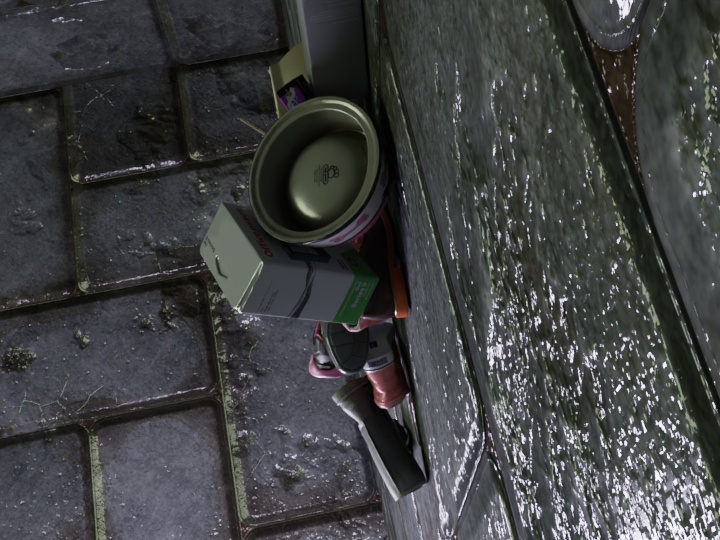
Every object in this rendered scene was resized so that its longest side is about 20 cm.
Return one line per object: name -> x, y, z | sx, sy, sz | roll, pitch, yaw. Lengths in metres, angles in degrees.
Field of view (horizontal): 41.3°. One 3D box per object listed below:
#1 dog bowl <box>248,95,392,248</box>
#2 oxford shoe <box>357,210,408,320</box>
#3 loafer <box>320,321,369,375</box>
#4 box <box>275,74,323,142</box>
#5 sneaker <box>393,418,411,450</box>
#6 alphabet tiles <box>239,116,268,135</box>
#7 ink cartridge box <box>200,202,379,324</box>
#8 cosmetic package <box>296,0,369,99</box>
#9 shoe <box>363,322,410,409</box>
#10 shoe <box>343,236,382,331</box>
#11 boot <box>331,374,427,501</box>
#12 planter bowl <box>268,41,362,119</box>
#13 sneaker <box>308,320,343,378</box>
dog bowl -> -0.046, -0.120, 1.246 | 0.074, 0.198, 0.202 | 31, -139, -56
oxford shoe -> 0.016, -0.021, 1.371 | 0.071, 0.072, 0.202 | 86, 173, -57
loafer -> -0.033, 0.073, 1.504 | 0.063, 0.071, 0.202 | 120, 140, -63
box -> -0.045, -0.190, 1.385 | 0.201, 0.036, 0.143 | 56, -171, -11
sneaker -> 0.067, 0.332, 1.715 | 0.200, 0.069, 0.091 | -132, 17, -83
alphabet tiles -> -0.082, -0.172, 1.464 | 0.008, 0.166, 0.200 | -58, -15, 5
ink cartridge box -> -0.097, -0.008, 1.297 | 0.146, 0.198, 0.085 | 50, 121, 41
cosmetic package -> -0.041, -0.337, 1.296 | 0.201, 0.089, 0.108 | 80, 176, -49
shoe -> 0.035, 0.155, 1.567 | 0.200, 0.071, 0.092 | -93, -14, -77
shoe -> -0.017, -0.010, 1.433 | 0.091, 0.071, 0.202 | -20, -90, -56
boot -> 0.049, 0.267, 1.570 | 0.200, 0.073, 0.181 | 50, -155, 13
planter bowl -> -0.074, -0.282, 1.545 | 0.200, 0.133, 0.203 | 169, 90, -85
sneaker -> -0.043, 0.089, 1.613 | 0.201, 0.078, 0.096 | -79, -15, -55
